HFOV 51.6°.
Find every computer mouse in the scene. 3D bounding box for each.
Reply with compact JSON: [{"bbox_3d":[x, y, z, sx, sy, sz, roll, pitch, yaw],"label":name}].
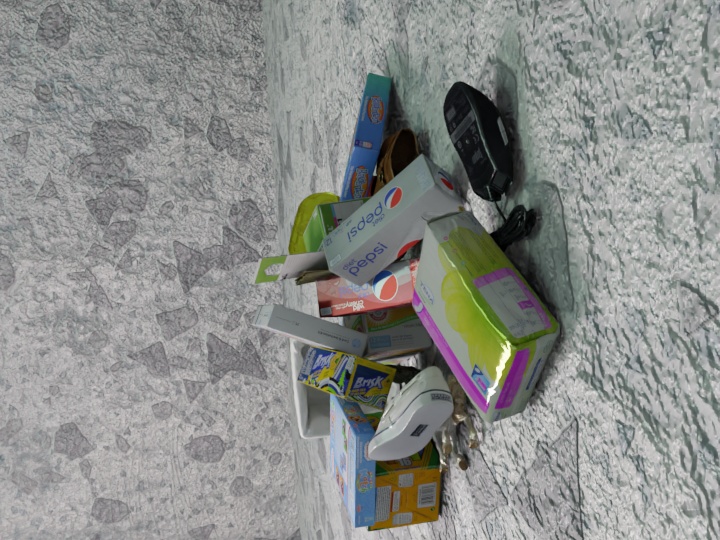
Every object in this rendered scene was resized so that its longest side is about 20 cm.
[{"bbox_3d":[0.144,-0.111,0.863,0.140,0.046,0.200,121,131,-64],"label":"computer mouse"}]

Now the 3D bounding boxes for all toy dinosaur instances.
[{"bbox_3d":[0.047,0.178,1.240,0.088,0.200,0.048,42,-125,-55],"label":"toy dinosaur"}]

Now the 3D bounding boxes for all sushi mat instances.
[{"bbox_3d":[0.000,0.000,1.184,0.096,0.200,0.012,143,118,-74],"label":"sushi mat"}]

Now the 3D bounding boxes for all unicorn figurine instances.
[{"bbox_3d":[0.117,0.219,1.083,0.200,0.074,0.137,121,145,-43],"label":"unicorn figurine"}]

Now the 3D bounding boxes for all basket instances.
[{"bbox_3d":[-0.035,0.204,1.450,0.161,0.198,0.200,-161,66,-81],"label":"basket"}]

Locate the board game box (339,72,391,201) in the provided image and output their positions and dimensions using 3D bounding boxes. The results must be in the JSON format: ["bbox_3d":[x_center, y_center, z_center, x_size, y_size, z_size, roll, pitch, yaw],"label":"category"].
[{"bbox_3d":[0.007,-0.212,1.260,0.152,0.045,0.200,107,173,-49],"label":"board game box"}]

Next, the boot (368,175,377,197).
[{"bbox_3d":[0.033,-0.071,1.315,0.144,0.072,0.200,-176,84,-76],"label":"boot"}]

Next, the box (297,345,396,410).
[{"bbox_3d":[-0.024,0.159,1.129,0.200,0.070,0.064,0,70,67],"label":"box"}]

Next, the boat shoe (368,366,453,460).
[{"bbox_3d":[0.063,0.201,1.033,0.200,0.072,0.066,117,154,-48],"label":"boat shoe"}]

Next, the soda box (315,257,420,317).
[{"bbox_3d":[0.031,0.028,1.107,0.200,0.070,0.064,-11,82,36],"label":"soda box"}]

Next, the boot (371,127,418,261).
[{"bbox_3d":[0.054,-0.117,1.166,0.155,0.074,0.200,152,115,-81],"label":"boot"}]

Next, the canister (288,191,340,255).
[{"bbox_3d":[-0.047,-0.031,1.411,0.200,0.086,0.149,53,-140,-50],"label":"canister"}]

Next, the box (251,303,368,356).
[{"bbox_3d":[-0.087,0.096,1.208,0.200,0.156,0.041,165,123,-74],"label":"box"}]

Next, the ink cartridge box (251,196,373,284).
[{"bbox_3d":[-0.071,-0.045,1.160,0.148,0.200,0.076,129,130,-70],"label":"ink cartridge box"}]

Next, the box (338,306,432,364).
[{"bbox_3d":[0.036,0.101,1.269,0.200,0.112,0.102,130,134,-71],"label":"box"}]

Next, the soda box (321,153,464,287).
[{"bbox_3d":[0.042,-0.065,1.030,0.200,0.068,0.063,-39,45,24],"label":"soda box"}]

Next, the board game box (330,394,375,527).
[{"bbox_3d":[-0.016,0.292,1.198,0.200,0.037,0.152,-139,48,-72],"label":"board game box"}]

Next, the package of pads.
[{"bbox_3d":[0.132,0.048,0.844,0.155,0.068,0.200,96,151,-47],"label":"package of pads"}]

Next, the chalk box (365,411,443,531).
[{"bbox_3d":[0.050,0.321,1.273,0.200,0.124,0.125,-119,27,-61],"label":"chalk box"}]
